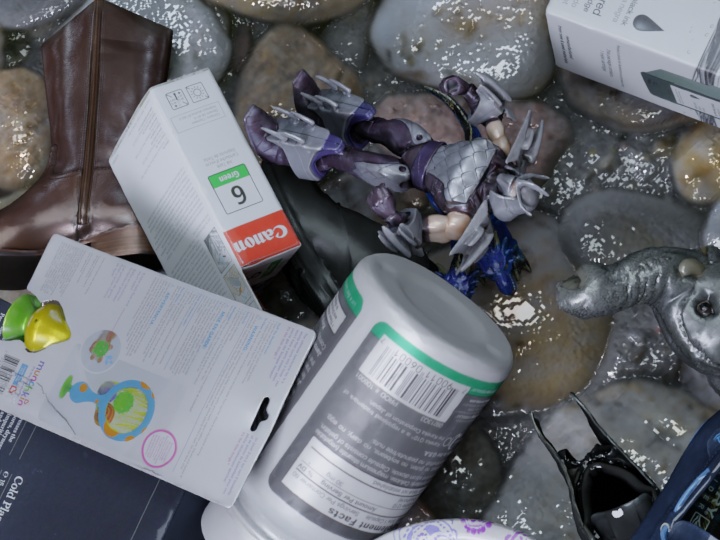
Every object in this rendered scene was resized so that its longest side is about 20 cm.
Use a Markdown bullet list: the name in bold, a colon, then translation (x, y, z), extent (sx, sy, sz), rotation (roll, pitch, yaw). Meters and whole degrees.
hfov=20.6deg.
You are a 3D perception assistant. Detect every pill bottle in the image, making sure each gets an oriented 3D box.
- **pill bottle**: translation (-0.006, 0.099, 1.197), extent (0.113, 0.113, 0.201), rotation (44, 109, 24)

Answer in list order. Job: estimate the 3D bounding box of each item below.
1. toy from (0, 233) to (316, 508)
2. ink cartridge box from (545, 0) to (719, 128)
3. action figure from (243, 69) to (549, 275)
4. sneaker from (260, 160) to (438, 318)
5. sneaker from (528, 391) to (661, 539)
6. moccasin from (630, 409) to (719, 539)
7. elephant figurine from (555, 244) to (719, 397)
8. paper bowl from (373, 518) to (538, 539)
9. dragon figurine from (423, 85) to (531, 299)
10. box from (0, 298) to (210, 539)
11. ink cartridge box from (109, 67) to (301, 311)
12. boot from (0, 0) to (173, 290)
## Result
- **toy**: translation (-0.128, 0.063, 1.205), extent (0.199, 0.047, 0.116), rotation (20, 76, 24)
- **ink cartridge box**: translation (0.243, -0.177, 1.298), extent (0.199, 0.084, 0.147), rotation (22, 74, 19)
- **action figure**: translation (0.030, -0.070, 1.238), extent (0.199, 0.070, 0.130), rotation (18, 55, 30)
- **sneaker**: translation (0.000, 0.000, 1.311), extent (0.090, 0.076, 0.201), rotation (-29, 73, -8)
- **sneaker**: translation (0.163, 0.170, 1.159), extent (0.060, 0.104, 0.200), rotation (-27, 44, 2)
- **moccasin**: translation (0.184, 0.154, 1.091), extent (0.080, 0.068, 0.201), rotation (25, 71, -8)
- **elephant figurine**: translation (0.246, 0.023, 1.211), extent (0.200, 0.142, 0.155), rotation (-42, 50, -14)
- **paper bowl**: translation (0.059, 0.255, 1.164), extent (0.199, 0.104, 0.202), rotation (-5, 67, 11)
- **dragon figurine**: translation (0.073, -0.053, 1.294), extent (0.058, 0.100, 0.201), rotation (-9, 66, 8)
- **box**: translation (-0.186, 0.148, 1.262), extent (0.181, 0.104, 0.201), rotation (19, 72, 20)
- **ink cartridge box**: translation (-0.089, -0.018, 1.297), extent (0.050, 0.109, 0.201), rotation (-23, 78, -29)
- **boot**: translation (-0.222, -0.092, 1.394), extent (0.185, 0.064, 0.202), rotation (-2, 69, -3)
